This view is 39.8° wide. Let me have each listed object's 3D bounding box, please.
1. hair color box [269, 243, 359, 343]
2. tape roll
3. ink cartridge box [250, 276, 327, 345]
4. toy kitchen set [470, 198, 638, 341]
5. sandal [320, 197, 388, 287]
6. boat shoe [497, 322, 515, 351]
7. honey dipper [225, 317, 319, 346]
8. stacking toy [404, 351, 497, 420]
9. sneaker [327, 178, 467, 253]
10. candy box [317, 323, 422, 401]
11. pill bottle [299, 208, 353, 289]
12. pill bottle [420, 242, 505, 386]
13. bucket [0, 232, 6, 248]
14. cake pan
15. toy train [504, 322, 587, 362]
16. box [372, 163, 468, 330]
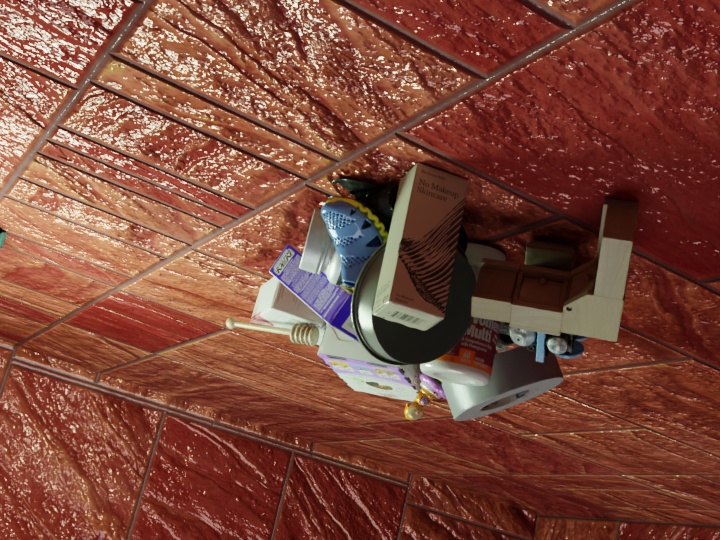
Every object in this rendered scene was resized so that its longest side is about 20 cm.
[{"bbox_3d":[-0.052,0.041,1.604,0.109,0.065,0.200,35,-177,-41],"label":"hair color box"},{"bbox_3d":[0.241,0.189,1.683,0.199,0.067,0.200,-19,163,-6],"label":"tape roll"},{"bbox_3d":[-0.095,0.083,1.937,0.199,0.085,0.146,22,160,-17],"label":"ink cartridge box"},{"bbox_3d":[0.265,-0.035,1.343,0.198,0.164,0.181,9,133,14],"label":"toy kitchen set"},{"bbox_3d":[0.003,-0.011,1.388,0.079,0.087,0.201,-7,122,52],"label":"sandal"},{"bbox_3d":[0.275,0.115,1.794,0.074,0.065,0.201,28,157,-37],"label":"boat shoe"},{"bbox_3d":[-0.173,0.113,1.894,0.199,0.038,0.038,6,160,26],"label":"honey dipper"},{"bbox_3d":[0.145,0.188,1.790,0.116,0.200,0.110,41,174,-31],"label":"stacking toy"},{"bbox_3d":[0.055,-0.074,1.421,0.199,0.060,0.104,32,155,-33],"label":"sneaker"},{"bbox_3d":[0.036,0.175,1.860,0.167,0.072,0.200,8,157,25],"label":"candy box"},{"bbox_3d":[0.014,-0.023,1.504,0.198,0.115,0.114,15,162,-4],"label":"pill bottle"},{"bbox_3d":[0.160,0.067,1.511,0.109,0.202,0.110,12,166,3],"label":"pill bottle"},{"bbox_3d":[-0.845,-0.041,2.032,0.205,0.136,0.207,11,161,4],"label":"bucket"},{"bbox_3d":[0.082,0.043,1.382,0.199,0.201,0.037,26,-178,-33],"label":"cake pan"},{"bbox_3d":[0.281,0.060,1.459,0.113,0.200,0.087,6,119,20],"label":"toy train"},{"bbox_3d":[0.079,-0.030,1.295,0.082,0.202,0.068,16,159,-13],"label":"box"}]
